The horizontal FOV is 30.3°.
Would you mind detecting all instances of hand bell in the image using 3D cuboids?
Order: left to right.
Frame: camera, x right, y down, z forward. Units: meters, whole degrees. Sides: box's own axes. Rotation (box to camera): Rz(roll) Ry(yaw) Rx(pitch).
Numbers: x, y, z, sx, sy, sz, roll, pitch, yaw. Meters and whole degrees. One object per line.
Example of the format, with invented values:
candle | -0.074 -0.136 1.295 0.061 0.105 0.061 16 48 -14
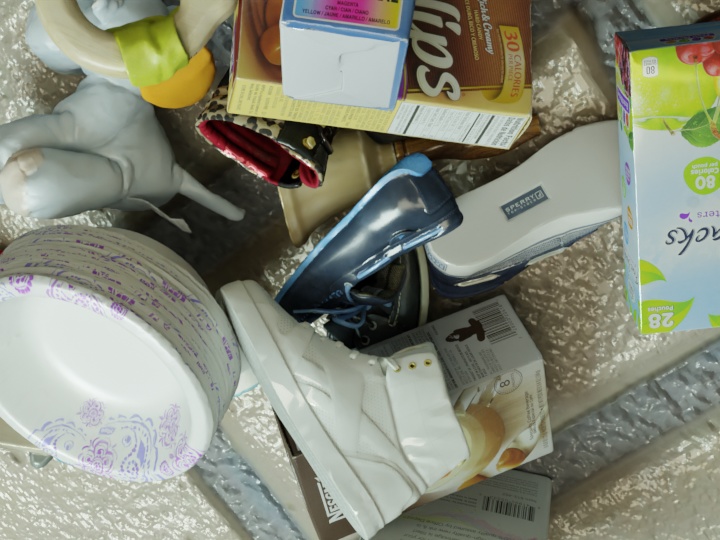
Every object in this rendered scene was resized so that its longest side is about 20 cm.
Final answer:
hand bell | 0.037 -0.087 0.997 0.197 0.104 0.106 -11 111 3

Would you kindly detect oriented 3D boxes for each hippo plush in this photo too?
hippo plush | -0.199 -0.127 0.975 0.197 0.159 0.164 15 105 26

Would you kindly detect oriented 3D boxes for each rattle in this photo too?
rattle | -0.170 -0.213 0.884 0.200 0.143 0.131 42 103 2

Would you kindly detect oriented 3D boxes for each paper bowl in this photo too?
paper bowl | -0.182 0.050 0.969 0.198 0.105 0.203 13 136 13

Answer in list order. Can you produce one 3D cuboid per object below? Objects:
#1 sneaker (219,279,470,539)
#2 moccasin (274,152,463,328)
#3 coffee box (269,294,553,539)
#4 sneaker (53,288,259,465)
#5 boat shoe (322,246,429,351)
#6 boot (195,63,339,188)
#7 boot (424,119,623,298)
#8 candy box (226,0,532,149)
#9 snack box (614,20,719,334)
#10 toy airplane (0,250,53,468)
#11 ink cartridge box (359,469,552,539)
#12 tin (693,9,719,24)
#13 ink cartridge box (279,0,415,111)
sneaker | -0.006 0.071 0.927 0.115 0.074 0.201 -32 78 -12
moccasin | 0.000 0.000 0.953 0.068 0.080 0.200 46 139 1
coffee box | 0.040 0.114 1.015 0.197 0.080 0.115 -21 133 -6
sneaker | -0.168 0.089 1.087 0.198 0.076 0.082 -30 104 -10
boat shoe | -0.001 0.053 1.051 0.074 0.065 0.202 44 131 38
boot | -0.007 -0.123 0.937 0.198 0.152 0.073 26 154 0
boot | 0.138 -0.045 0.998 0.197 0.091 0.074 -22 72 -4
candy box | 0.015 -0.156 0.886 0.197 0.119 0.057 6 160 -11
snack box | 0.263 -0.067 0.908 0.166 0.068 0.203 -6 111 3
toy airplane | -0.337 0.107 1.115 0.197 0.141 0.202 -31 91 -11
ink cartridge box | 0.070 0.235 1.052 0.143 0.200 0.084 12 115 6
tin | 0.285 -0.088 0.961 0.110 0.042 0.202 -14 109 21
ink cartridge box | 0.002 -0.212 0.781 0.075 0.137 0.204 7 80 -1
